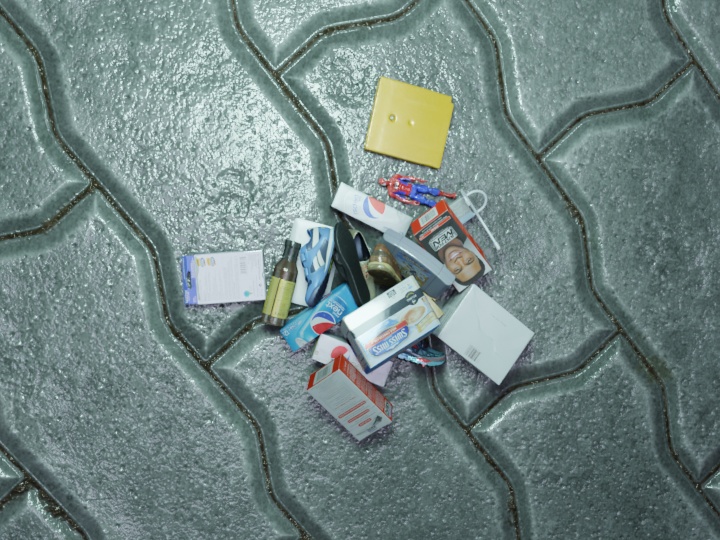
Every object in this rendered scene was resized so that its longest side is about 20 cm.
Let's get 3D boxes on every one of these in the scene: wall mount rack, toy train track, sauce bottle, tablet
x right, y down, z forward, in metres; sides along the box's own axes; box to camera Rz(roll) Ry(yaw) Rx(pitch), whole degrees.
[{"bbox_3d":[0.244,-0.095,1.479,0.198,0.075,0.174,-34,121,15],"label":"wall mount rack"},{"bbox_3d":[0.193,0.046,1.522,0.199,0.033,0.115,-41,81,-8],"label":"toy train track"},{"bbox_3d":[-0.184,0.029,1.445,0.063,0.065,0.205,16,90,-8],"label":"sauce bottle"},{"bbox_3d":[-0.123,-0.015,1.488,0.127,0.014,0.206,14,93,-8],"label":"tablet"}]

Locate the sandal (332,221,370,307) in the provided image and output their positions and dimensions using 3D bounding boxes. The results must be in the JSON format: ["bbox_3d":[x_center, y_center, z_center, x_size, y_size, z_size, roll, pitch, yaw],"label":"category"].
[{"bbox_3d":[-0.033,-0.010,1.407,0.047,0.075,0.206,-15,95,29],"label":"sandal"}]

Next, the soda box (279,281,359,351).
[{"bbox_3d":[-0.095,0.109,1.455,0.198,0.068,0.065,-35,97,10],"label":"soda box"}]

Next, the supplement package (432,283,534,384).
[{"bbox_3d":[0.296,0.152,1.503,0.198,0.111,0.157,37,89,-7],"label":"supplement package"}]

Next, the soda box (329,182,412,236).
[{"bbox_3d":[0.025,-0.142,1.469,0.196,0.068,0.065,26,91,-7],"label":"soda box"}]

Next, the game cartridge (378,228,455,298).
[{"bbox_3d":[0.128,-0.016,1.444,0.198,0.133,0.042,36,74,3],"label":"game cartridge"}]

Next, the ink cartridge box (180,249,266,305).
[{"bbox_3d":[-0.327,0.016,1.453,0.194,0.042,0.123,-4,96,-9],"label":"ink cartridge box"}]

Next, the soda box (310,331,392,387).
[{"bbox_3d":[-0.023,0.216,1.494,0.196,0.064,0.070,23,92,-7],"label":"soda box"}]

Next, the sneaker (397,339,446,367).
[{"bbox_3d":[0.128,0.179,1.502,0.195,0.079,0.098,16,91,-8],"label":"sneaker"}]

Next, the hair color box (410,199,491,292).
[{"bbox_3d":[0.215,-0.056,1.426,0.101,0.062,0.200,-35,118,16],"label":"hair color box"}]

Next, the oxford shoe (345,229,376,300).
[{"bbox_3d":[0.000,0.000,1.468,0.069,0.073,0.205,-22,98,-22],"label":"oxford shoe"}]

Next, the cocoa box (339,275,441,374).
[{"bbox_3d":[0.067,0.131,1.412,0.197,0.134,0.133,-30,78,-11],"label":"cocoa box"}]

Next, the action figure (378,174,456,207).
[{"bbox_3d":[0.138,-0.194,1.490,0.195,0.052,0.067,15,98,-6],"label":"action figure"}]

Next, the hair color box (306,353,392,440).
[{"bbox_3d":[-0.024,0.309,1.464,0.110,0.064,0.201,-34,111,23],"label":"hair color box"}]

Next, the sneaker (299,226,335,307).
[{"bbox_3d":[-0.109,-0.012,1.432,0.080,0.074,0.205,11,68,2],"label":"sneaker"}]

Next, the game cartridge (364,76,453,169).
[{"bbox_3d":[0.120,-0.360,1.483,0.195,0.032,0.181,13,93,-10],"label":"game cartridge"}]

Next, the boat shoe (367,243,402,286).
[{"bbox_3d":[0.063,-0.007,1.427,0.070,0.200,0.070,4,75,13],"label":"boat shoe"}]
